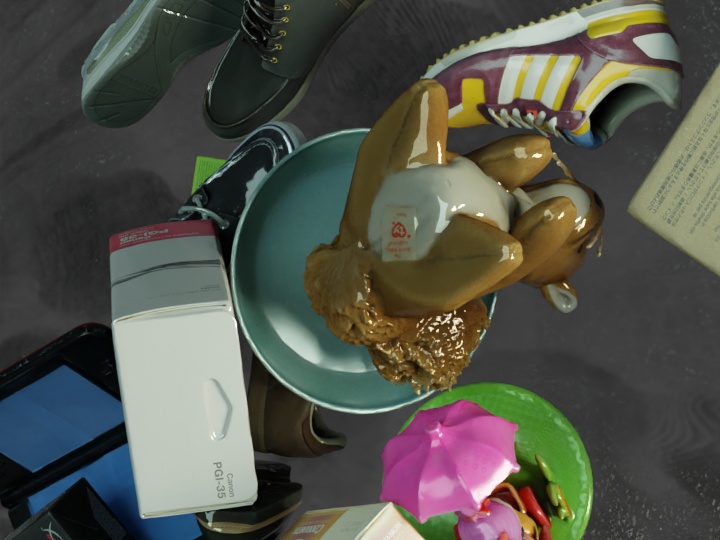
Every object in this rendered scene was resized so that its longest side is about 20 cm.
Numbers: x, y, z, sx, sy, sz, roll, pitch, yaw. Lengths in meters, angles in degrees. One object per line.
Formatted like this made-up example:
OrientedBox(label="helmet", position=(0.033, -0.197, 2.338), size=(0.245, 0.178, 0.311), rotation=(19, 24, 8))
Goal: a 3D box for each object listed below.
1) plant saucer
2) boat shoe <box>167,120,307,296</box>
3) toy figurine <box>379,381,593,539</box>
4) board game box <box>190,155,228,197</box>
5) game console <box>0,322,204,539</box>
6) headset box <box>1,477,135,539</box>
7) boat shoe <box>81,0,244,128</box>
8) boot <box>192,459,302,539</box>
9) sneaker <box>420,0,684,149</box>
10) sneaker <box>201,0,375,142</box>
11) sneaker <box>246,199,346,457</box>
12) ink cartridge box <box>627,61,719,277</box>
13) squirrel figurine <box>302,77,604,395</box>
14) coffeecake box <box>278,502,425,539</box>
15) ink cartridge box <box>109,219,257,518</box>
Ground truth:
OrientedBox(label="plant saucer", position=(0.000, 0.000, 1.501), size=(0.036, 0.200, 0.200), rotation=(-176, 94, -71))
OrientedBox(label="boat shoe", position=(-0.112, -0.027, 1.579), size=(0.072, 0.068, 0.200), rotation=(45, 108, 25))
OrientedBox(label="toy figurine", position=(0.078, 0.160, 1.396), size=(0.150, 0.184, 0.200), rotation=(-28, 75, 8))
OrientedBox(label="board game box", position=(-0.044, -0.027, 1.592), size=(0.200, 0.030, 0.096), rotation=(10, 91, 33))
OrientedBox(label="game console", position=(-0.220, 0.158, 1.627), size=(0.200, 0.172, 0.119), rotation=(-30, 45, 24))
OrientedBox(label="headset box", position=(-0.246, 0.278, 1.621), size=(0.200, 0.075, 0.149), rotation=(-37, 94, 22))
OrientedBox(label="boat shoe", position=(-0.148, -0.196, 1.645), size=(0.202, 0.074, 0.065), rotation=(-45, 43, 26))
OrientedBox(label="boot", position=(-0.083, 0.214, 1.507), size=(0.077, 0.200, 0.139), rotation=(6, 92, 6))
OrientedBox(label="sneaker", position=(0.127, -0.121, 1.477), size=(0.200, 0.075, 0.090), rotation=(-20, 70, 28))
OrientedBox(label="sneaker", position=(-0.071, -0.185, 1.578), size=(0.075, 0.106, 0.200), rotation=(47, 108, 25))
OrientedBox(label="sneaker", position=(-0.039, 0.041, 1.551), size=(0.075, 0.070, 0.200), rotation=(7, 110, 9))
OrientedBox(label="ink cartridge box", position=(0.296, -0.075, 1.375), size=(0.165, 0.075, 0.200), rotation=(38, 103, 26))
OrientedBox(label="squirrel figurine", position=(0.068, -0.012, 1.439), size=(0.200, 0.187, 0.142), rotation=(-45, 64, 26))
OrientedBox(label="coffeecake box", position=(0.034, 0.249, 1.398), size=(0.200, 0.153, 0.073), rotation=(47, 69, -10))
OrientedBox(label="ink cartridge box", position=(-0.124, 0.063, 1.467), size=(0.083, 0.200, 0.147), rotation=(-8, 107, -4))
